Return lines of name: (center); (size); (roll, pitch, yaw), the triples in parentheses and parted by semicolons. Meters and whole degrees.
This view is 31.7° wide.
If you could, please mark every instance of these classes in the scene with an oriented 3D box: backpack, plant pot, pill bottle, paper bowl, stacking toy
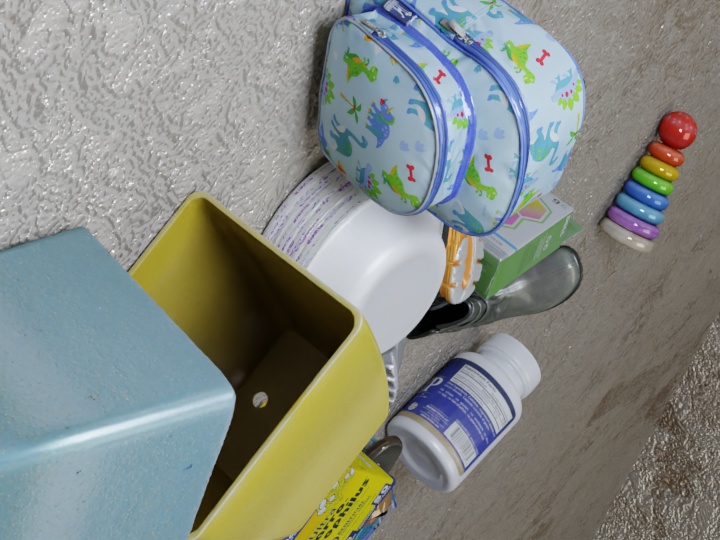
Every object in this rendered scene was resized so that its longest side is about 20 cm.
backpack: (0.066, -0.128, 1.016); (0.146, 0.199, 0.185); (-34, 150, -36)
plant pot: (-0.234, 0.114, 0.818); (0.198, 0.196, 0.198); (-11, 133, -45)
plant pot: (-0.089, 0.097, 0.995); (0.201, 0.199, 0.176); (-51, 146, -5)
pill bottle: (0.140, 0.178, 1.646); (0.200, 0.119, 0.120); (-41, 153, -25)
paper bowl: (0.000, 0.000, 1.163); (0.200, 0.104, 0.202); (-35, 147, -26)
stacking toy: (0.423, -0.131, 1.812); (0.085, 0.085, 0.202); (1, 118, -61)

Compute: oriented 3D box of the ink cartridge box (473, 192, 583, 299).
ink cartridge box: (0.165, -0.057, 1.403); (0.199, 0.103, 0.060); (-31, 149, -40)

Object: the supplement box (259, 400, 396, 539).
supplement box: (-0.059, 0.229, 1.362); (0.109, 0.109, 0.200); (-54, 155, 1)

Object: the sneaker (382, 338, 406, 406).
sneaker: (0.017, 0.049, 1.346); (0.082, 0.073, 0.202); (-79, 179, -54)

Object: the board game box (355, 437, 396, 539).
board game box: (-0.026, 0.302, 1.596); (0.152, 0.045, 0.201); (-45, 154, -19)

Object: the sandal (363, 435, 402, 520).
sandal: (0.001, 0.284, 1.504); (0.202, 0.054, 0.081); (-60, 154, 10)

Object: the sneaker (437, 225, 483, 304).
sneaker: (0.087, -0.070, 1.289); (0.078, 0.076, 0.203); (-8, 111, -52)

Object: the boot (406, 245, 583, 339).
boot: (0.149, 0.035, 1.441); (0.198, 0.069, 0.130); (-23, 177, 33)
